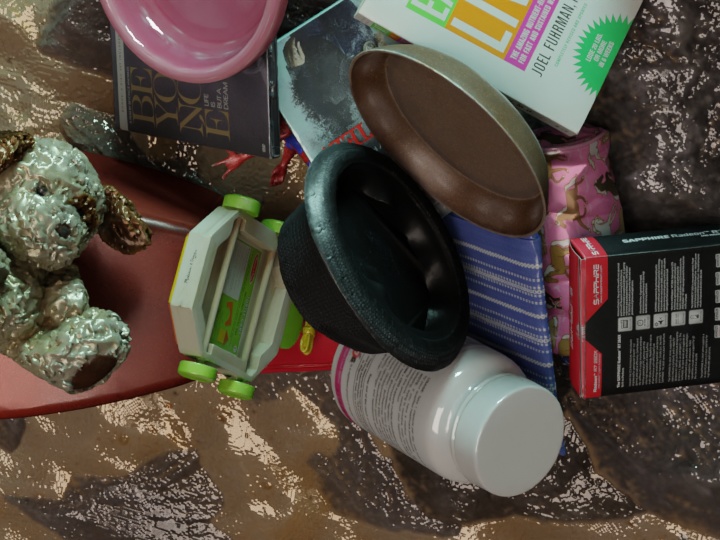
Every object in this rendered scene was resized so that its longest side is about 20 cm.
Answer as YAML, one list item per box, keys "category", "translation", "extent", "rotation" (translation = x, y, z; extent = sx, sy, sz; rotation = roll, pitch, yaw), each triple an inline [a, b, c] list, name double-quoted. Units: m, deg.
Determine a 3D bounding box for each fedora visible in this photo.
- category: "fedora"
  translation: [0.000, 0.000, 1.579]
  extent: [0.091, 0.201, 0.202]
  rotation: [-26, 102, 34]

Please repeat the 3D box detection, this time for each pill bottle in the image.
- category: "pill bottle"
  translation: [0.073, 0.110, 1.635]
  extent: [0.199, 0.113, 0.114]
  rotation: [27, 125, 51]

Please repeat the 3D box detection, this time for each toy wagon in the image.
- category: "toy wagon"
  translation: [-0.096, 0.030, 1.660]
  extent: [0.039, 0.200, 0.157]
  rotation: [9, 78, 27]

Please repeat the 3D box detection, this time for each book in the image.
- category: "book"
  translation: [0.111, -0.212, 1.536]
  extent: [0.199, 0.048, 0.135]
  rotation: [27, 85, -7]

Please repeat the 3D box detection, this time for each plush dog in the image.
- category: "plush dog"
  translation: [-0.266, -0.021, 1.543]
  extent: [0.199, 0.160, 0.173]
  rotation: [31, 87, -39]

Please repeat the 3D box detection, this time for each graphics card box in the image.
- category: "graphics card box"
  translation: [0.268, 0.029, 1.581]
  extent: [0.198, 0.051, 0.127]
  rotation: [-6, 111, -8]

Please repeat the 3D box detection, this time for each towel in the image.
- category: "towel"
  translation: [0.120, 0.046, 1.653]
  extent: [0.144, 0.024, 0.202]
  rotation: [22, 126, 55]

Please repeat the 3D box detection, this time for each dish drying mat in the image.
- category: "dish drying mat"
  translation: [-0.051, 0.057, 1.759]
  extent: [0.198, 0.018, 0.078]
  rotation: [-3, 109, 20]

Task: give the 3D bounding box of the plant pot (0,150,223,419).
- category: "plant pot"
  translation: [-0.214, 0.009, 1.695]
  extent: [0.174, 0.200, 0.202]
  rotation: [2, 105, 7]

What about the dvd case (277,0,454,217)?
- category: "dvd case"
  translation: [0.017, -0.130, 1.629]
  extent: [0.145, 0.022, 0.201]
  rotation: [-31, 100, 1]

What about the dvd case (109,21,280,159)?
- category: "dvd case"
  translation: [-0.144, -0.181, 1.642]
  extent: [0.199, 0.016, 0.150]
  rotation: [14, 112, 42]

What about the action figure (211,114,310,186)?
- category: "action figure"
  translation: [-0.048, -0.072, 1.678]
  extent: [0.099, 0.065, 0.201]
  rotation: [-32, 98, 12]

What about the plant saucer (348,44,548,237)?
- category: "plant saucer"
  translation: [0.076, -0.109, 1.537]
  extent: [0.200, 0.035, 0.201]
  rotation: [37, 161, 15]

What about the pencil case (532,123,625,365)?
- category: "pencil case"
  translation: [0.175, -0.025, 1.618]
  extent: [0.082, 0.086, 0.202]
  rotation: [13, 118, 47]

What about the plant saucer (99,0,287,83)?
- category: "plant saucer"
  translation: [-0.130, -0.253, 1.551]
  extent: [0.199, 0.051, 0.202]
  rotation: [14, 114, 33]
